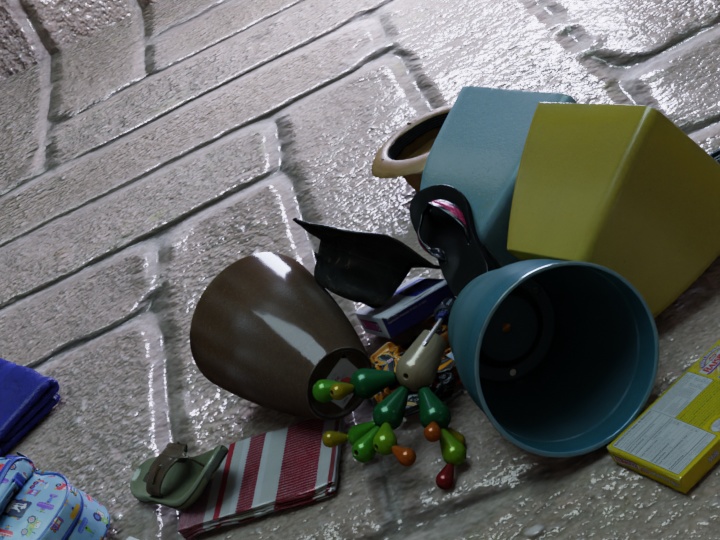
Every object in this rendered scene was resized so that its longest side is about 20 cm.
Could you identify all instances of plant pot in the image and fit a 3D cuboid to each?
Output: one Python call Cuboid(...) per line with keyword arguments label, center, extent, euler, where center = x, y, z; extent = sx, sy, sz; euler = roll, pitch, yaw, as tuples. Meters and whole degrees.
Cuboid(label="plant pot", center=(-0.077, 0.098, 1.701), extent=(0.187, 0.187, 0.200), euler=(-38, 37, -17))
Cuboid(label="plant pot", center=(0.189, -0.086, 1.753), extent=(0.196, 0.196, 0.200), euler=(13, 64, 50))
Cuboid(label="plant pot", center=(0.283, -0.059, 1.578), extent=(0.200, 0.200, 0.177), euler=(14, 73, 58))
Cuboid(label="plant pot", center=(0.183, 0.078, 1.497), extent=(0.200, 0.200, 0.188), euler=(-33, 15, -9))

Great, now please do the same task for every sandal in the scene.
Cuboid(label="sandal", center=(-0.228, 0.238, 1.670), extent=(0.201, 0.057, 0.080), euler=(-17, 35, 50))
Cuboid(label="sandal", center=(0.099, -0.043, 1.645), extent=(0.075, 0.045, 0.200), euler=(-48, 36, 18))

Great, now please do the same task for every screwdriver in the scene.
Cuboid(label="screwdriver", center=(0.084, 0.057, 1.568), extent=(0.028, 0.029, 0.200), euler=(-49, -7, 17))

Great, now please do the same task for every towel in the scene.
Cuboid(label="towel", center=(-0.114, 0.238, 1.654), extent=(0.200, 0.023, 0.144), euler=(-19, 29, 15))
Cuboid(label="towel", center=(-0.531, 0.201, 2.055), extent=(0.200, 0.050, 0.148), euler=(10, 54, 48))

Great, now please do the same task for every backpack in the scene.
Cuboid(label="backpack", center=(-0.410, 0.311, 1.680), extent=(0.200, 0.135, 0.183), euler=(-2, 39, 35))

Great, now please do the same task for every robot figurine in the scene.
Cuboid(label="robot figurine", center=(0.095, 0.095, 1.663), extent=(0.200, 0.058, 0.145), euler=(-31, 26, -5))

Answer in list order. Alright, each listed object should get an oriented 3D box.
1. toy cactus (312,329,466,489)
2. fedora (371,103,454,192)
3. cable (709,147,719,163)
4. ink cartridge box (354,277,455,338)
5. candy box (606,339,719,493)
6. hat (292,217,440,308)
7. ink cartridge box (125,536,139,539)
Cuboid(label="toy cactus", center=(0.049, 0.148, 1.565), extent=(0.200, 0.102, 0.165), euler=(21, 72, 37))
Cuboid(label="fedora", center=(0.114, -0.166, 2.046), extent=(0.200, 0.082, 0.201), euler=(-26, 26, 14))
Cuboid(label="cable", center=(0.439, -0.097, 1.696), extent=(0.200, 0.051, 0.163), euler=(-25, 24, 15))
Cuboid(label="ink cartridge box", center=(0.057, 0.044, 1.726), extent=(0.095, 0.037, 0.200), euler=(-30, 4, -9))
Cuboid(label="candy box", center=(0.350, 0.136, 1.410), extent=(0.200, 0.026, 0.102), euler=(-39, 28, -20))
Cuboid(label="hat", center=(0.000, 0.000, 1.718), extent=(0.200, 0.200, 0.081), euler=(12, 80, 49))
Cuboid(label="ink cartridge box", center=(-0.266, 0.387, 1.496), extent=(0.116, 0.067, 0.200), euler=(7, 45, 47))
